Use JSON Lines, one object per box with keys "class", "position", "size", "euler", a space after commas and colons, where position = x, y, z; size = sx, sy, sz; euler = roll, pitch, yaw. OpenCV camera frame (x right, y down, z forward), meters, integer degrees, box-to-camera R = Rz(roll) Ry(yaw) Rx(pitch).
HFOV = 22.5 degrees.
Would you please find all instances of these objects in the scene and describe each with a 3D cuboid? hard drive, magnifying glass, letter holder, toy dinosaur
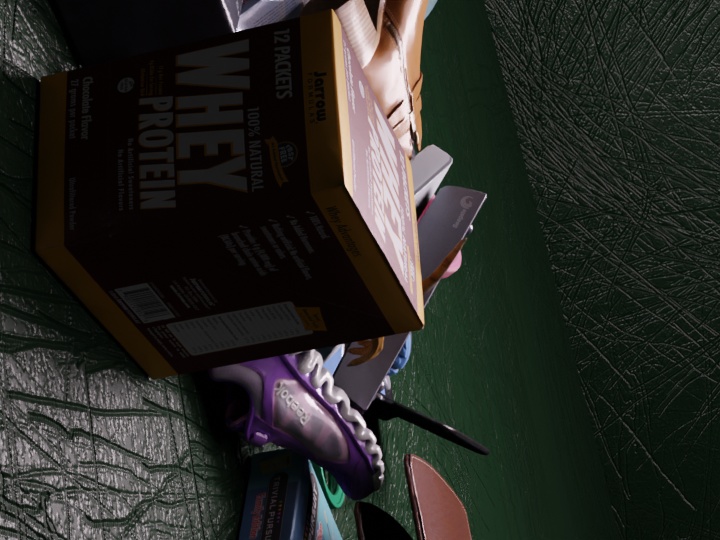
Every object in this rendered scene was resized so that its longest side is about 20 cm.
{"class": "hard drive", "position": [0.033, 0.027, 1.476], "size": [0.200, 0.042, 0.135], "euler": [-60, 180, -12]}
{"class": "magnifying glass", "position": [-0.036, 0.124, 1.659], "size": [0.080, 0.022, 0.200], "euler": [58, 26, -56]}
{"class": "letter holder", "position": [0.027, 0.235, 1.445], "size": [0.200, 0.101, 0.142], "euler": [50, 29, -65]}
{"class": "toy dinosaur", "position": [-0.005, 0.018, 1.307], "size": [0.060, 0.200, 0.106], "euler": [-64, 145, -27]}
{"class": "hard drive", "position": [0.000, 0.000, 1.473], "size": [0.200, 0.027, 0.132], "euler": [-61, 171, 31]}

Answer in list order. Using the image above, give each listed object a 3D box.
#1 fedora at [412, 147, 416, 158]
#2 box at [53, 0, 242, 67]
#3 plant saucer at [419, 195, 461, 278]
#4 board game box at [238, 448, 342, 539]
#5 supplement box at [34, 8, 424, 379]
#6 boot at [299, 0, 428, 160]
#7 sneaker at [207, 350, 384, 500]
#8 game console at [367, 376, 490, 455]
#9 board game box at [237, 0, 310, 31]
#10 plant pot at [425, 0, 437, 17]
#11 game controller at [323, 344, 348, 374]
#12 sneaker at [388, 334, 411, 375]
{"class": "fedora", "position": [0.007, -0.117, 1.880], "size": [0.201, 0.092, 0.201], "euler": [-11, 90, -78]}
{"class": "box", "position": [-0.158, -0.280, 1.248], "size": [0.197, 0.117, 0.200], "euler": [-85, 161, -52]}
{"class": "plant saucer", "position": [0.015, -0.069, 1.702], "size": [0.201, 0.051, 0.201], "euler": [47, 17, -20]}
{"class": "board game box", "position": [-0.043, 0.265, 1.442], "size": [0.151, 0.047, 0.200], "euler": [-84, 159, -53]}
{"class": "supplement box", "position": [-0.081, -0.043, 1.187], "size": [0.197, 0.200, 0.133], "euler": [59, 23, -57]}
{"class": "boot", "position": [0.033, -0.177, 1.463], "size": [0.200, 0.077, 0.155], "euler": [-52, 131, -45]}
{"class": "sneaker", "position": [-0.057, 0.109, 1.393], "size": [0.200, 0.088, 0.080], "euler": [57, -15, -27]}
{"class": "game console", "position": [0.047, 0.099, 1.820], "size": [0.200, 0.116, 0.176], "euler": [41, 40, -71]}
{"class": "board game box", "position": [-0.081, -0.107, 1.409], "size": [0.200, 0.041, 0.200], "euler": [-43, 126, -41]}
{"class": "plant pot", "position": [-0.024, -0.317, 1.718], "size": [0.196, 0.196, 0.200], "euler": [62, 26, -53]}
{"class": "game controller", "position": [-0.044, 0.062, 1.579], "size": [0.200, 0.042, 0.104], "euler": [34, 45, -62]}
{"class": "sneaker", "position": [0.002, 0.003, 1.721], "size": [0.200, 0.071, 0.083], "euler": [65, 22, 11]}
